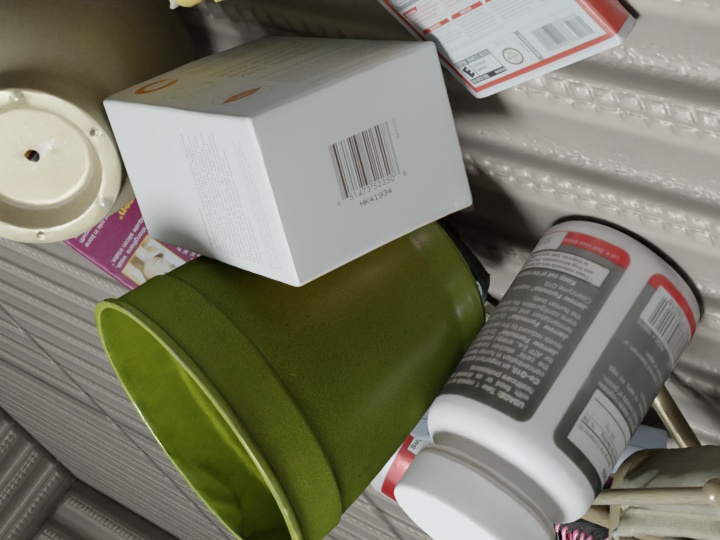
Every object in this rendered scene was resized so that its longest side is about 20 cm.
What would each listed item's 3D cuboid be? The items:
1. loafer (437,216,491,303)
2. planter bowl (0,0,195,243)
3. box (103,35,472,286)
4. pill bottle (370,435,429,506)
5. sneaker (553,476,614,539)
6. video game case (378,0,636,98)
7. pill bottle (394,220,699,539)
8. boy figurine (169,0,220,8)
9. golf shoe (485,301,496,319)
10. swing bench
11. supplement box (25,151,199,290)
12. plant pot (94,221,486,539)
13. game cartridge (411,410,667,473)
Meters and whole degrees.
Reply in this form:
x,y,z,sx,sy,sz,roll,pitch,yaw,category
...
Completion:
x,y,z,sx,sy,sz,roll,pitch,yaw,category
0.010,-0.043,1.010,0.199,0.063,0.072,32,130,2,loafer
-0.212,-0.105,0.954,0.198,0.135,0.202,-1,128,-2,planter bowl
-0.048,-0.072,0.847,0.199,0.124,0.098,17,128,57,box
0.079,0.172,1.282,0.199,0.113,0.112,32,160,14,pill bottle
0.192,0.208,1.124,0.199,0.095,0.080,-10,102,40,sneaker
0.029,-0.171,0.717,0.200,0.018,0.143,42,160,-16,video game case
0.112,0.079,0.875,0.113,0.201,0.114,32,160,13,pill bottle
-0.123,-0.199,0.847,0.199,0.065,0.125,25,156,38,boy figurine
0.070,0.079,1.146,0.097,0.079,0.200,37,163,-21,golf shoe
0.257,0.148,0.895,0.200,0.130,0.199,40,160,-11,swing bench
-0.166,-0.058,1.120,0.199,0.131,0.103,36,177,2,supplement box
-0.029,0.049,0.902,0.200,0.192,0.201,44,157,24,plant pot
0.139,0.129,1.118,0.132,0.042,0.200,20,167,-23,game cartridge
